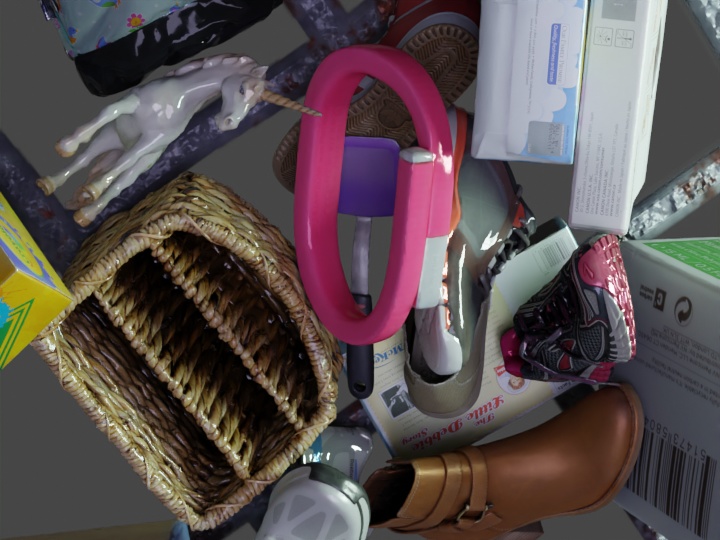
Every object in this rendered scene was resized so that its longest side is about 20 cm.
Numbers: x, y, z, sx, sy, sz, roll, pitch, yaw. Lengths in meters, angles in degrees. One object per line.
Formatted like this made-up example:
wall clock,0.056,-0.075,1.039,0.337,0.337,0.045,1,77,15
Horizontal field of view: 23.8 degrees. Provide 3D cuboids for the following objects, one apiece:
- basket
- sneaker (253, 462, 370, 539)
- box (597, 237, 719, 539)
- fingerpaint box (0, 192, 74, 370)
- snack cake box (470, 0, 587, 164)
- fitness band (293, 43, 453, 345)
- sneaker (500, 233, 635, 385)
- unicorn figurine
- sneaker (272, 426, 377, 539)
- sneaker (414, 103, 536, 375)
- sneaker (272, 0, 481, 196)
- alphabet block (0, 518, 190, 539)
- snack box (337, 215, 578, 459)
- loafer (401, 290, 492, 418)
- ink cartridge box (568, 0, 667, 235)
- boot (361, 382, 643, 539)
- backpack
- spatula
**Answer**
basket,-0.105,0.051,1.184,0.142,0.149,0.201,-29,109,21
sneaker,-0.061,0.226,1.181,0.075,0.116,0.201,31,132,-1
box,0.295,0.093,1.230,0.170,0.199,0.202,-2,106,-26
fingerpaint box,-0.310,-0.002,1.133,0.167,0.200,0.073,-43,151,5
snack cake box,0.115,-0.147,1.129,0.067,0.200,0.116,4,106,7
fitness band,0.004,-0.049,1.127,0.037,0.143,0.202,-8,116,-33
sneaker,0.144,0.038,1.179,0.074,0.200,0.081,-5,68,-4
unicorn figurine,-0.139,-0.093,1.136,0.137,0.200,0.074,-39,110,-23
sneaker,-0.022,0.209,1.302,0.086,0.075,0.202,-5,114,-25
sneaker,0.083,-0.023,1.166,0.081,0.077,0.202,8,66,-8
sneaker,0.019,-0.135,1.217,0.071,0.113,0.200,40,127,-19
alphabet block,-0.219,0.311,1.213,0.198,0.197,0.197,-7,106,8
snack box,0.092,0.060,1.291,0.199,0.037,0.117,-29,106,0
loafer,0.064,0.004,1.225,0.075,0.068,0.202,-1,82,4
ink cartridge box,0.183,-0.142,1.188,0.044,0.176,0.202,7,105,11
boot,0.099,0.141,1.250,0.154,0.077,0.200,11,144,-33
backpack,-0.155,-0.233,1.123,0.166,0.127,0.201,-25,105,3
spatula,0.000,0.000,1.219,0.056,0.021,0.202,5,109,10
